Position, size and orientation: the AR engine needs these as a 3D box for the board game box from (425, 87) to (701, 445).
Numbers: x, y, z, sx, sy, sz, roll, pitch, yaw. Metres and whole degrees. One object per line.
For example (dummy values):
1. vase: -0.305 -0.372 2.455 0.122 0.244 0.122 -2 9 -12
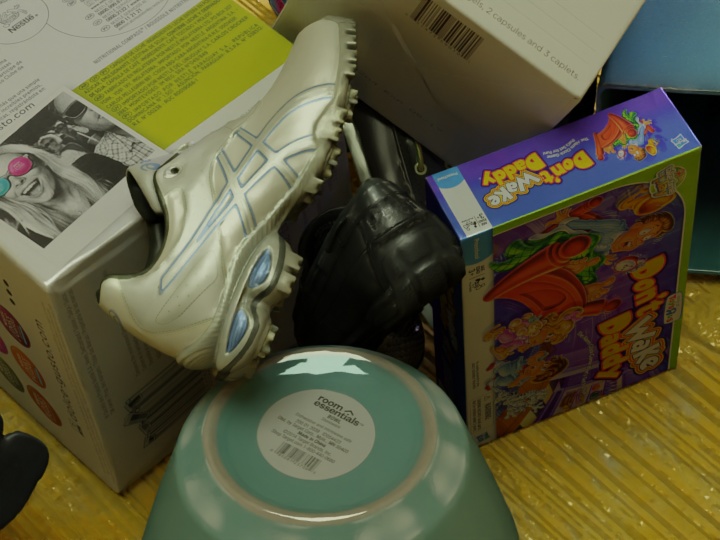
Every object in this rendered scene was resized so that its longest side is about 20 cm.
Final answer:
1. board game box: 0.107 0.004 1.096 0.134 0.200 0.045 -21 55 -10

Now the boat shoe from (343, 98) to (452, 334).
1. boat shoe: 0.027 -0.062 1.158 0.060 0.072 0.202 -24 80 5

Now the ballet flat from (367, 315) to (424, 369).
1. ballet flat: -0.030 0.086 1.144 0.067 0.046 0.200 28 60 26

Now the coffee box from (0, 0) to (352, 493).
1. coffee box: -0.141 -0.041 1.157 0.200 0.200 0.198 -39 59 -22

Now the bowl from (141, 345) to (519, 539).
1. bowl: -0.018 0.115 1.018 0.200 0.105 0.201 -1 45 1

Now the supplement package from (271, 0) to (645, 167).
1. supplement package: 0.080 -0.182 1.093 0.152 0.151 0.200 36 68 -3

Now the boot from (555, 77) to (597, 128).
1. boot: 0.073 -0.089 1.218 0.131 0.070 0.201 3 74 4

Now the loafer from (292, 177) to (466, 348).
1. loafer: 0.000 0.000 1.062 0.068 0.201 0.071 -31 86 -19

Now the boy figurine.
1. boy figurine: -0.237 0.082 1.133 0.065 0.124 0.200 -52 29 -5

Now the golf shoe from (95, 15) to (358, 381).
1. golf shoe: -0.063 -0.050 1.006 0.097 0.078 0.201 21 67 -3

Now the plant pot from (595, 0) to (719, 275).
1. plant pot: 0.217 -0.118 1.223 0.141 0.142 0.200 4 46 8

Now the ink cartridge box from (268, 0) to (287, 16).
1. ink cartridge box: 0.000 -0.246 1.302 0.136 0.200 0.076 -27 52 -14

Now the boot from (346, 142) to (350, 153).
1. boot: 0.048 -0.135 1.288 0.073 0.203 0.154 21 96 52
